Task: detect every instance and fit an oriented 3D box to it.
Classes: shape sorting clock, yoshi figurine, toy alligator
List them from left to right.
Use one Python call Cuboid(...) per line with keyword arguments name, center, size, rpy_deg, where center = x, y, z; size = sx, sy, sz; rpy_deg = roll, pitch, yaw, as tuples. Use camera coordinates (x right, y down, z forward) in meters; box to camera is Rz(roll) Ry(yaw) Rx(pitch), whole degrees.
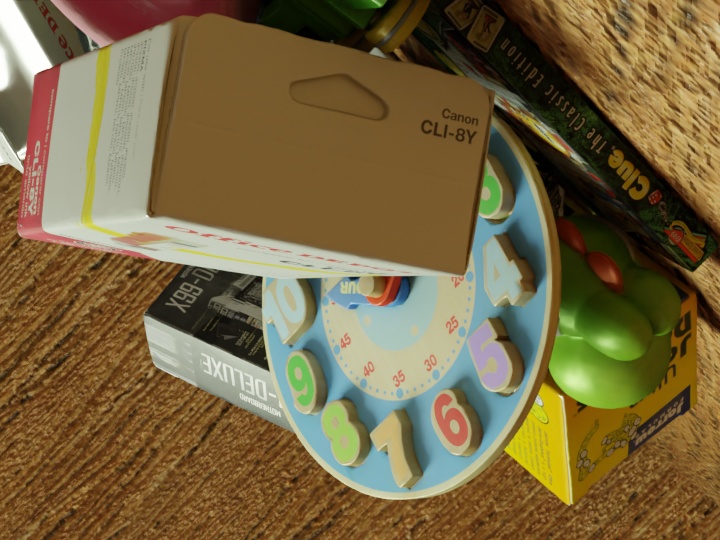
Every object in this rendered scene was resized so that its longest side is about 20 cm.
Cuboid(name="toy alligator", center=(0.005, -0.124, 0.728), size=(0.059, 0.054, 0.200), rpy_deg=(36, 170, -15))
Cuboid(name="shape sorting clock", center=(0.017, 0.009, 0.899), size=(0.039, 0.201, 0.200), rpy_deg=(8, -158, -40))
Cuboid(name="yoshi figurine", center=(0.084, 0.007, 0.939), size=(0.112, 0.113, 0.200), rpy_deg=(19, -168, -42))

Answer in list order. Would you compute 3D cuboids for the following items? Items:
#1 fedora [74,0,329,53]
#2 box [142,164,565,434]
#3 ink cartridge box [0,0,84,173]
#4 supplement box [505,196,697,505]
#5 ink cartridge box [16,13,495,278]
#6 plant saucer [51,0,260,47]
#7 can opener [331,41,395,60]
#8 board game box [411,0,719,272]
Cuboid(name="fedora", center=(-0.071, -0.134, 1.006), size=(0.200, 0.092, 0.201), rpy_deg=(36, 148, 26))
Cuboid(name="box", center=(0.000, 0.000, 1.040), size=(0.157, 0.200, 0.050), rpy_deg=(22, 145, 22))
Cuboid(name="ink cartridge box", center=(-0.212, -0.156, 1.119), size=(0.129, 0.125, 0.200), rpy_deg=(62, -150, -29))
Cuboid(name="supplement box", center=(0.095, 0.024, 1.134), size=(0.200, 0.109, 0.110), rpy_deg=(40, 156, 35))
Cuboid(name="ink cartridge box", center=(-0.054, -0.046, 0.820), size=(0.145, 0.084, 0.200), rpy_deg=(10, 175, -24))
Cuboid(name="plant saucer", center=(-0.111, -0.181, 0.849), size=(0.200, 0.051, 0.201), rpy_deg=(37, 152, 23))
Cuboid(name="can opener", center=(0.019, -0.110, 1.192), size=(0.200, 0.053, 0.067), rpy_deg=(43, -148, -32))
Cuboid(name="board game box", center=(0.075, -0.078, 0.852), size=(0.200, 0.023, 0.105), rpy_deg=(41, -179, -31))
